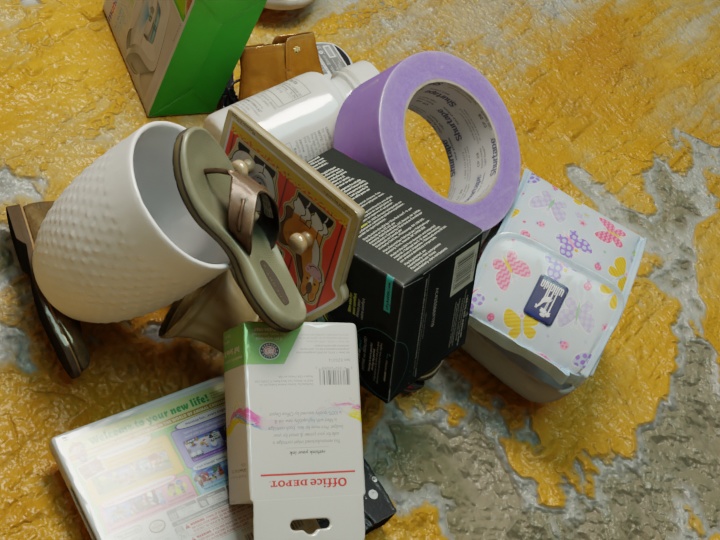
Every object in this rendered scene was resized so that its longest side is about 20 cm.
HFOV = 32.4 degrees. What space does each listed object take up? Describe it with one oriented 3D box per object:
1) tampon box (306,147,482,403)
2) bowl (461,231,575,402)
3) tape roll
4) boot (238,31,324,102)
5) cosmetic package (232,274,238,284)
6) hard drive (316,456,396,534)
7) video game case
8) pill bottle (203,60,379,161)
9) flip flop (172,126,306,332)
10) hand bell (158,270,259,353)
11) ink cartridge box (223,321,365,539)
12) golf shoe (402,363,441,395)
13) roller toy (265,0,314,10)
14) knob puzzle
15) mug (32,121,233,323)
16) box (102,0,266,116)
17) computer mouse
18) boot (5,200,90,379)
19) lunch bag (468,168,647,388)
[{"bbox_3d":[0.000,0.000,1.237,0.199,0.151,0.126,32,45,29],"label":"tampon box"},{"bbox_3d":[0.186,0.054,1.457,0.199,0.075,0.200,39,46,2],"label":"bowl"},{"bbox_3d":[0.074,-0.127,1.333,0.198,0.085,0.203,11,71,-36],"label":"tape roll"},{"bbox_3d":[-0.051,-0.211,1.477,0.199,0.146,0.071,-8,17,-28],"label":"boot"},{"bbox_3d":[-0.196,-0.043,1.316,0.199,0.073,0.104,38,47,1],"label":"cosmetic package"},{"bbox_3d":[-0.071,0.188,1.234,0.139,0.038,0.201,-20,68,-38],"label":"hard drive"},{"bbox_3d":[-0.159,0.202,1.140,0.198,0.022,0.183,-18,67,-33],"label":"video game case"},{"bbox_3d":[-0.065,-0.157,1.385,0.198,0.115,0.115,-26,70,-19],"label":"pill bottle"},{"bbox_3d":[-0.097,-0.041,1.095,0.201,0.057,0.081,61,30,0],"label":"flip flop"},{"bbox_3d":[-0.089,0.080,1.219,0.199,0.104,0.105,38,45,-15],"label":"hand bell"},{"bbox_3d":[-0.061,0.152,1.138,0.116,0.067,0.203,2,78,-25],"label":"ink cartridge box"},{"bbox_3d":[0.005,0.051,1.349,0.198,0.088,0.078,29,48,-5],"label":"golf shoe"},{"bbox_3d":[-0.122,-0.434,1.609,0.198,0.140,0.184,15,39,-16],"label":"roller toy"},{"bbox_3d":[-0.090,-0.028,1.189,0.030,0.220,0.220,-30,74,-40],"label":"knob puzzle"},{"bbox_3d":[-0.214,-0.051,1.158,0.147,0.174,0.202,35,38,-36],"label":"mug"},{"bbox_3d":[-0.205,-0.311,1.428,0.096,0.200,0.178,-9,62,-34],"label":"box"},{"bbox_3d":[-0.097,-0.235,1.541,0.198,0.044,0.110,-14,59,-30],"label":"computer mouse"},{"bbox_3d":[-0.288,0.011,1.214,0.075,0.074,0.201,-14,61,-20],"label":"boot"},{"bbox_3d":[0.207,0.014,1.366,0.168,0.128,0.201,31,52,2],"label":"lunch bag"}]
